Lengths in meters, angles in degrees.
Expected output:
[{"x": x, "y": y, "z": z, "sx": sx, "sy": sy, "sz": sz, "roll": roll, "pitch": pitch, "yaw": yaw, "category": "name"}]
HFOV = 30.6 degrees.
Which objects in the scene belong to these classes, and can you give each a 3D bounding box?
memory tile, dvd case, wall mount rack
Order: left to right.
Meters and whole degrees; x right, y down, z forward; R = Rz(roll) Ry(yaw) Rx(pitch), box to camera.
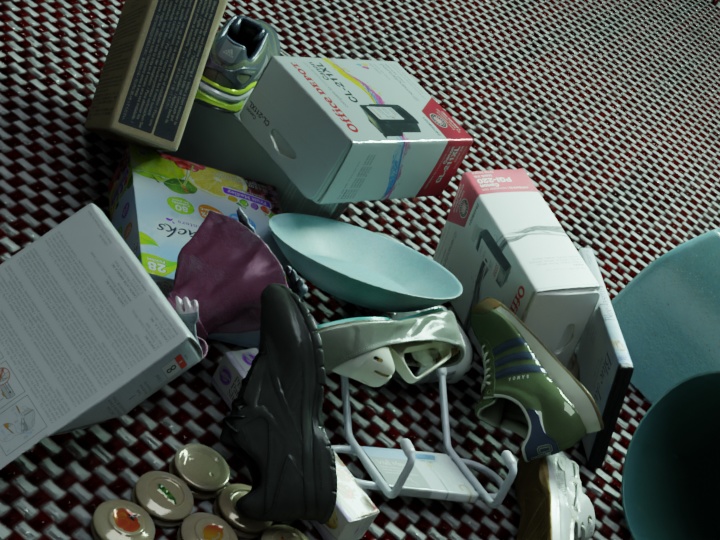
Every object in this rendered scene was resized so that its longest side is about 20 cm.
[{"x": -0.101, "y": 0.227, "z": 1.032, "sx": 0.200, "sy": 0.017, "sz": 0.153, "roll": 40, "pitch": 32, "yaw": 14, "category": "memory tile"}, {"x": 0.052, "y": 0.147, "z": 1.221, "sx": 0.200, "sy": 0.075, "sz": 0.174, "roll": 11, "pitch": 23, "yaw": -31, "category": "wall mount rack"}, {"x": 0.244, "y": 0.090, "z": 1.400, "sx": 0.018, "sy": 0.143, "sz": 0.200, "roll": 3, "pitch": 37, "yaw": -8, "category": "dvd case"}]

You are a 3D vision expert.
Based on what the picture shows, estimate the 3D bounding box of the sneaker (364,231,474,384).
[{"x": 0.023, "y": 0.038, "z": 1.350, "sx": 0.115, "sy": 0.075, "sz": 0.200, "roll": -9, "pitch": 50, "yaw": -44, "category": "sneaker"}]

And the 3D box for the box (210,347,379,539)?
[{"x": -0.060, "y": 0.152, "z": 1.150, "sx": 0.039, "sy": 0.041, "sz": 0.200, "roll": -8, "pitch": 49, "yaw": -45, "category": "box"}]

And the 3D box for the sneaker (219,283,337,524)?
[{"x": -0.071, "y": 0.108, "z": 1.071, "sx": 0.091, "sy": 0.076, "sz": 0.200, "roll": -4, "pitch": 75, "yaw": -10, "category": "sneaker"}]

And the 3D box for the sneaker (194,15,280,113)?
[{"x": -0.120, "y": -0.234, "z": 1.400, "sx": 0.074, "sy": 0.081, "sz": 0.200, "roll": 27, "pitch": 28, "yaw": -5, "category": "sneaker"}]

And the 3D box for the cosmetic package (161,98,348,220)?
[{"x": -0.106, "y": -0.116, "z": 1.423, "sx": 0.200, "sy": 0.107, "sz": 0.090, "roll": 35, "pitch": 30, "yaw": 3, "category": "cosmetic package"}]

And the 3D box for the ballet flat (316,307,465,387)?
[{"x": 0.025, "y": 0.074, "z": 1.196, "sx": 0.200, "sy": 0.067, "sz": 0.064, "roll": -6, "pitch": 67, "yaw": -46, "category": "ballet flat"}]

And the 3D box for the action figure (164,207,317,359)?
[{"x": -0.156, "y": 0.041, "z": 1.149, "sx": 0.200, "sy": 0.149, "sz": 0.134, "roll": -40, "pitch": 49, "yaw": -15, "category": "action figure"}]

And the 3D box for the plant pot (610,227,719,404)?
[{"x": 0.427, "y": 0.054, "z": 1.549, "sx": 0.196, "sy": 0.200, "sz": 0.196, "roll": -11, "pitch": 51, "yaw": -48, "category": "plant pot"}]

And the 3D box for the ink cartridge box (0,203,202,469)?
[{"x": -0.248, "y": 0.063, "z": 1.041, "sx": 0.162, "sy": 0.200, "sz": 0.050, "roll": 50, "pitch": -7, "yaw": 28, "category": "ink cartridge box"}]

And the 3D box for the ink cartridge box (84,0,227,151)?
[{"x": -0.211, "y": -0.208, "z": 1.332, "sx": 0.075, "sy": 0.165, "sz": 0.200, "roll": 19, "pitch": 0, "yaw": -19, "category": "ink cartridge box"}]

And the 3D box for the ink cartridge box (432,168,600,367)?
[{"x": 0.164, "y": 0.007, "z": 1.435, "sx": 0.085, "sy": 0.146, "sz": 0.200, "roll": -5, "pitch": 44, "yaw": -24, "category": "ink cartridge box"}]

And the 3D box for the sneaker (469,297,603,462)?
[{"x": 0.143, "y": 0.108, "z": 1.283, "sx": 0.090, "sy": 0.067, "sz": 0.200, "roll": -32, "pitch": 46, "yaw": -9, "category": "sneaker"}]

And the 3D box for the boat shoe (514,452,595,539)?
[{"x": 0.187, "y": 0.230, "z": 1.219, "sx": 0.069, "sy": 0.071, "sz": 0.200, "roll": 24, "pitch": 31, "yaw": -8, "category": "boat shoe"}]

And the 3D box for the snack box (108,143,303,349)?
[{"x": -0.154, "y": -0.023, "z": 1.288, "sx": 0.169, "sy": 0.068, "sz": 0.200, "roll": 15, "pitch": 37, "yaw": -26, "category": "snack box"}]

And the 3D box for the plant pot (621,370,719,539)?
[{"x": 0.386, "y": 0.219, "z": 1.299, "sx": 0.161, "sy": 0.201, "sz": 0.201, "roll": 24, "pitch": 30, "yaw": -32, "category": "plant pot"}]

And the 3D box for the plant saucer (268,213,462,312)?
[{"x": 0.000, "y": 0.000, "z": 1.283, "sx": 0.201, "sy": 0.039, "sz": 0.201, "roll": 18, "pitch": 15, "yaw": -5, "category": "plant saucer"}]

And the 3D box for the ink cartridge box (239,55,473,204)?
[{"x": -0.002, "y": -0.148, "z": 1.378, "sx": 0.200, "sy": 0.083, "sz": 0.146, "roll": -8, "pitch": 49, "yaw": -49, "category": "ink cartridge box"}]
